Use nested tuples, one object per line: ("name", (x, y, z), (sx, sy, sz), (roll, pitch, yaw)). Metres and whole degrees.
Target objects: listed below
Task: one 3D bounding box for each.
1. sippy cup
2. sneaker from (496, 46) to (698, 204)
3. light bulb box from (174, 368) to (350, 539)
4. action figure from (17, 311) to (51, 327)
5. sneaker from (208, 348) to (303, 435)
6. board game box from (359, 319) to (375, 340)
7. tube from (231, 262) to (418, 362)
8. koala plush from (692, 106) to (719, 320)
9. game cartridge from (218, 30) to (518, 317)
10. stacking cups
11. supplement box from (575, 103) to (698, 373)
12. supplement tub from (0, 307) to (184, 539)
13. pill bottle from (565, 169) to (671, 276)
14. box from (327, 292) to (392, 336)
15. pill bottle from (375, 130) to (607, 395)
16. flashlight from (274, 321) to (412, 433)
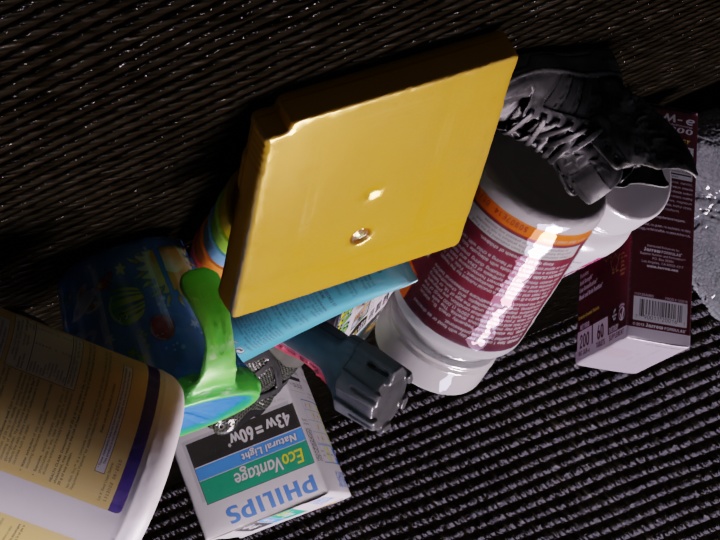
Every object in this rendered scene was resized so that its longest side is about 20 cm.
("sippy cup", (-0.154, 0.050, 1.649), (0.177, 0.131, 0.139), (-22, 170, 18))
("sneaker", (0.145, -0.094, 1.567), (0.060, 0.105, 0.199), (-27, 171, 42))
("light bulb box", (-0.108, 0.140, 2.162), (0.124, 0.201, 0.198), (-21, 172, 4))
("action figure", (-0.286, 0.103, 1.672), (0.130, 0.069, 0.200), (-42, -171, 26))
("sneaker", (-0.127, 0.076, 1.897), (0.115, 0.076, 0.199), (-58, 147, 6))
("board game box", (0.019, 0.012, 2.015), (0.136, 0.028, 0.200), (-53, 176, -7))
("tube", (-0.052, 0.016, 1.683), (0.199, 0.078, 0.050), (-30, -178, 30))
("koala plush", (0.345, -0.091, 2.043), (0.177, 0.184, 0.200), (-36, -167, 28))
("game cartridge", (0.001, -0.060, 1.461), (0.175, 0.033, 0.201), (-18, 149, -23))
("stacking cups", (-0.089, -0.027, 1.610), (0.060, 0.061, 0.200), (-18, 175, -19))
("supplement box", (0.228, -0.026, 1.906), (0.060, 0.202, 0.109), (9, 163, -16))
("supplement tub", (-0.228, 0.103, 1.490), (0.199, 0.146, 0.145), (22, 159, -13))
("pill bottle", (0.150, -0.051, 1.853), (0.113, 0.114, 0.200), (-15, 170, -39))
("box", (0.000, 0.000, 1.795), (0.110, 0.035, 0.200), (-47, 170, -21))
("pill bottle", (0.094, -0.006, 1.757), (0.114, 0.114, 0.201), (-14, 145, -44))
("flashlight", (-0.053, 0.056, 1.754), (0.068, 0.199, 0.068), (-57, 155, 0))
